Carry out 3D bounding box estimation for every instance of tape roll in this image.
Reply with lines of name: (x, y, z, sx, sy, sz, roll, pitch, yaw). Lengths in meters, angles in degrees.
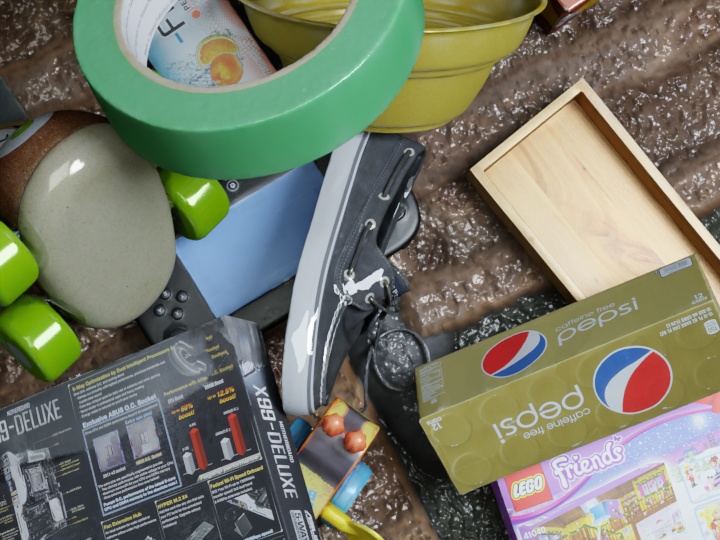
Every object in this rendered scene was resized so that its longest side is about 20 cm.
tape roll: (-0.064, -0.146, 1.067, 0.200, 0.048, 0.201, -8, 54, 11)

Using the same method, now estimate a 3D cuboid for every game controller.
game controller: (-0.062, -0.019, 1.219, 0.200, 0.042, 0.105, -31, 87, -6)

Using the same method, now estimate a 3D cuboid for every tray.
tray: (0.171, -0.018, 1.236, 0.099, 0.037, 0.200, -39, 89, -6)

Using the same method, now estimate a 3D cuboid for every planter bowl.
planter bowl: (0.017, -0.139, 1.184, 0.200, 0.200, 0.084, 2, 112, -3)

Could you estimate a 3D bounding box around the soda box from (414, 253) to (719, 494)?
soda box: (0.137, 0.067, 1.175, 0.200, 0.064, 0.068, -23, 117, 11)

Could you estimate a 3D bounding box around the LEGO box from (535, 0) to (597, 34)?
LEGO box: (0.136, -0.284, 1.237, 0.149, 0.077, 0.200, -34, 87, -5)

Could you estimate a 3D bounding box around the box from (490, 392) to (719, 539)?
box: (0.198, 0.162, 1.218, 0.199, 0.039, 0.137, -18, 86, -5)

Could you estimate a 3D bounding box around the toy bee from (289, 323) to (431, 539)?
toy bee: (-0.032, 0.120, 1.175, 0.131, 0.109, 0.201, 15, 84, 0)

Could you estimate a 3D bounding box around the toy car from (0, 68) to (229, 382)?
toy car: (-0.215, -0.060, 1.169, 0.200, 0.158, 0.164, 32, 66, 32)

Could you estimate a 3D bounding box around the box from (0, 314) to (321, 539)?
box: (-0.136, 0.137, 1.146, 0.200, 0.050, 0.158, -23, 73, 19)

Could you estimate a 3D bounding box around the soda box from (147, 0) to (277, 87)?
soda box: (-0.135, -0.185, 1.220, 0.068, 0.064, 0.200, -34, 87, -6)

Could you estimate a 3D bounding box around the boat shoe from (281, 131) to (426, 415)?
boat shoe: (0.000, 0.000, 1.159, 0.066, 0.070, 0.200, 10, 62, 9)
